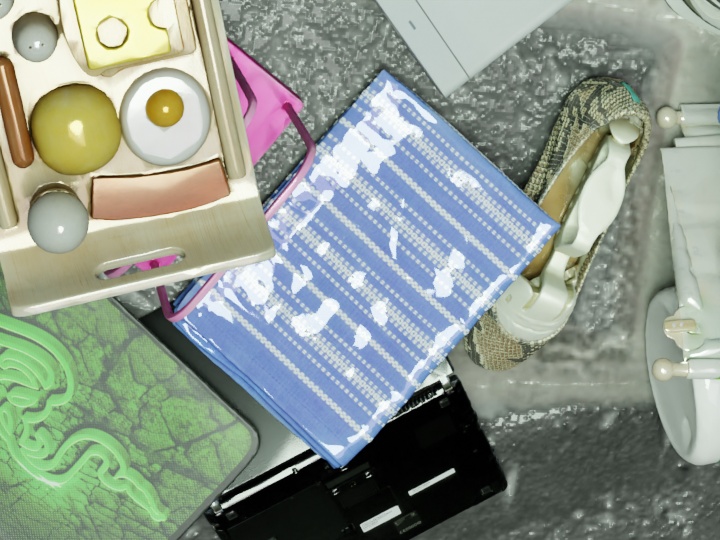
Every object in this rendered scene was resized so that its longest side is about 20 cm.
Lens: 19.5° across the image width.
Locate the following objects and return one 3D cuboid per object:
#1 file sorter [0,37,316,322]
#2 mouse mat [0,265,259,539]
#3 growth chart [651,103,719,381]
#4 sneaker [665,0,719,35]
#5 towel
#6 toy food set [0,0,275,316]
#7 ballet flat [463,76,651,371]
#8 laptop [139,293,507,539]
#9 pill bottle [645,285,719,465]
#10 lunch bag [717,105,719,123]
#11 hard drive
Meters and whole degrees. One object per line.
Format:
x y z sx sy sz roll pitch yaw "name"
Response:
-0.140 -0.087 1.159 0.200 0.125 0.139 38 98 -21 "file sorter"
-0.180 0.092 1.247 0.200 0.008 0.161 43 98 -3 "mouse mat"
0.243 -0.020 1.253 0.144 0.201 0.018 7 152 -8 "growth chart"
0.279 -0.139 1.227 0.199 0.115 0.076 19 98 -17 "sneaker"
0.000 0.000 1.239 0.145 0.024 0.200 42 95 4 "towel"
-0.131 -0.087 1.061 0.143 0.060 0.201 -13 110 -7 "toy food set"
0.119 -0.019 1.262 0.067 0.075 0.201 19 105 -20 "ballet flat"
-0.026 0.090 1.308 0.176 0.104 0.200 -27 138 0 "laptop"
0.287 0.048 1.300 0.199 0.113 0.113 -11 111 -7 "pill bottle"
0.311 -0.100 1.169 0.160 0.083 0.200 6 147 -41 "lunch bag"
0.097 -0.202 1.194 0.200 0.027 0.132 -38 136 3 "hard drive"
